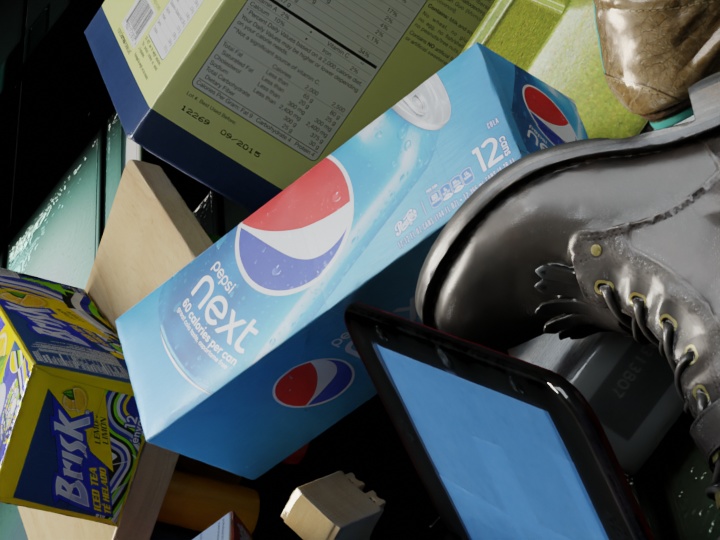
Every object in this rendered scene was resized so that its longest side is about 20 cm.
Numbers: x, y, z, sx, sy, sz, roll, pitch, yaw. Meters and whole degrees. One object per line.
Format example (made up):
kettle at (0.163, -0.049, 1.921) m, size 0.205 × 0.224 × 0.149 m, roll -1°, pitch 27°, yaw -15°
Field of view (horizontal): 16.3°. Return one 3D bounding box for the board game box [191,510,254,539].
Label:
board game box at (-0.083, 0.137, 0.931) m, size 0.103 × 0.019 × 0.200 m, roll -35°, pitch 3°, yaw -1°

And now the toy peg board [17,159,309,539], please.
toy peg board at (-0.084, 0.073, 1.252) m, size 0.200 × 0.098 × 0.199 m, roll -129°, pitch 56°, yaw -67°

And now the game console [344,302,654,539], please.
game console at (0.032, 0.123, 0.879) m, size 0.172 × 0.119 × 0.200 m, roll -60°, pitch 22°, yaw -5°

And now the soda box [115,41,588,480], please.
soda box at (0.000, 0.000, 0.991) m, size 0.200 × 0.068 × 0.064 m, roll -37°, pitch 52°, yaw 24°

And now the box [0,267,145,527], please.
box at (-0.154, 0.056, 1.217) m, size 0.200 × 0.064 × 0.070 m, roll -140°, pitch 66°, yaw -69°

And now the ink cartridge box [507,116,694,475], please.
ink cartridge box at (0.120, -0.022, 0.996) m, size 0.163 × 0.057 × 0.200 m, roll -55°, pitch 8°, yaw 9°

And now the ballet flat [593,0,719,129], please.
ballet flat at (0.168, -0.124, 0.882) m, size 0.200 × 0.072 × 0.068 m, roll -27°, pitch 12°, yaw 15°

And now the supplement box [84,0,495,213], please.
supplement box at (-0.026, -0.146, 1.320) m, size 0.200 × 0.134 × 0.200 m, roll -54°, pitch 23°, yaw 10°

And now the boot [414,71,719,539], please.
boot at (0.112, 0.032, 0.829) m, size 0.200 × 0.069 × 0.174 m, roll -30°, pitch 52°, yaw 27°

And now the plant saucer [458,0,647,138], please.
plant saucer at (0.059, -0.053, 1.093) m, size 0.200 × 0.048 × 0.200 m, roll -57°, pitch 12°, yaw 5°

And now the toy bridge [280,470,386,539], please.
toy bridge at (-0.037, 0.166, 1.040) m, size 0.067 × 0.027 × 0.200 m, roll -17°, pitch -41°, yaw -53°
